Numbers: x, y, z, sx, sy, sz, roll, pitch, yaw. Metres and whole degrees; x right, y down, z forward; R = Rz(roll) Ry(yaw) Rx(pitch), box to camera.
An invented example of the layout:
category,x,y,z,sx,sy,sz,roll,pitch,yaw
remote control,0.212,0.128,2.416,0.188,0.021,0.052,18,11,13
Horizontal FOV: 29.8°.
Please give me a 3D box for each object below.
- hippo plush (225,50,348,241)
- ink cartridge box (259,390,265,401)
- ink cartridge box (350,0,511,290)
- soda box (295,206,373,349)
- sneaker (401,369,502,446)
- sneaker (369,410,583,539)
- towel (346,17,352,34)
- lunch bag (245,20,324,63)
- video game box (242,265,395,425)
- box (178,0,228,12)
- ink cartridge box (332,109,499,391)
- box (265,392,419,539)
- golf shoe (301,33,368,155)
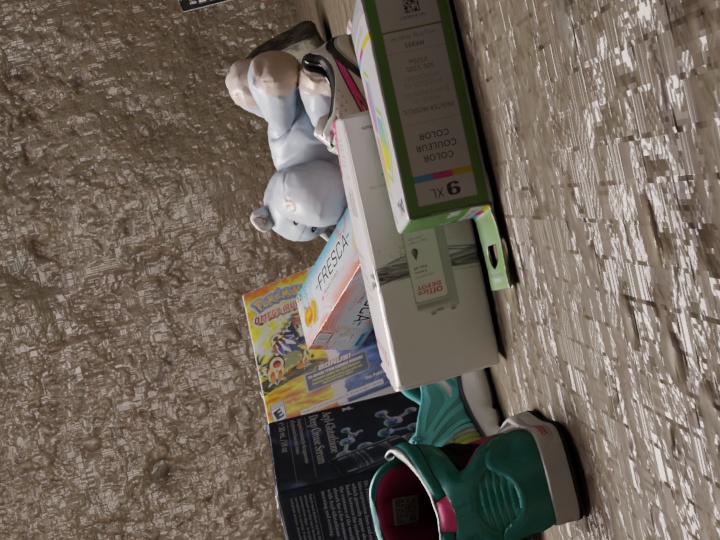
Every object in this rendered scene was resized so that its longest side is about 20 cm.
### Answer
category,x,y,z,sx,sy,sz,roll,pitch,yaw
hippo plush,-0.071,-0.117,1.367,0.200,0.158,0.163,-15,62,64
ink cartridge box,-0.018,0.105,1.593,0.084,0.200,0.176,39,171,8
ink cartridge box,0.044,-0.080,0.890,0.104,0.059,0.203,128,129,-87
soda box,0.000,0.000,1.351,0.201,0.063,0.069,123,141,-48
sneaker,0.078,0.148,1.075,0.078,0.079,0.201,80,176,-48
sneaker,0.065,0.143,0.858,0.200,0.119,0.085,94,163,-82
towel,0.014,-0.160,1.496,0.147,0.030,0.202,-108,6,-55
lunch bag,-0.096,-0.293,2.188,0.169,0.138,0.200,61,-177,-17
video game box,-0.018,0.071,1.461,0.047,0.198,0.184,57,-166,-51
box,-0.115,-0.357,1.466,0.160,0.197,0.050,83,172,-73
ink cartridge box,0.038,-0.025,1.032,0.147,0.082,0.203,-127,25,-83
box,0.019,0.200,1.293,0.149,0.197,0.108,-113,11,-70
golf shoe,0.006,-0.115,1.224,0.073,0.091,0.203,96,159,-78
